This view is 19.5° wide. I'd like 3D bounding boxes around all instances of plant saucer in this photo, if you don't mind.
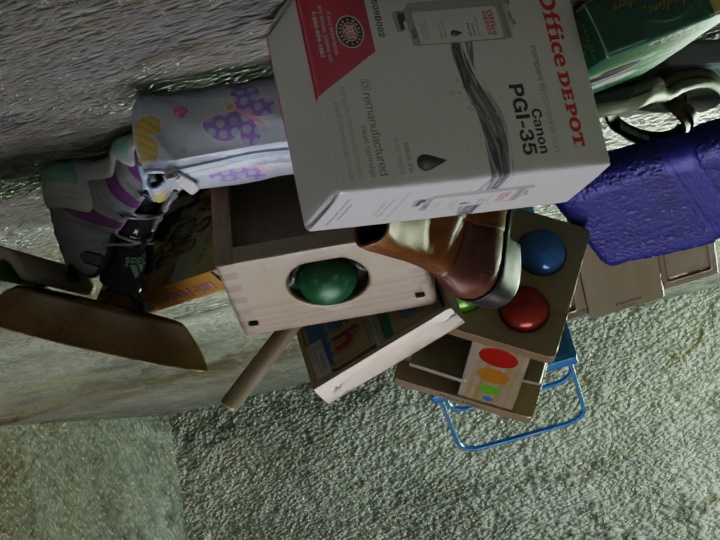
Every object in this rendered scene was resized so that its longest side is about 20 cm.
[{"bbox_3d":[-0.220,0.045,1.749,0.200,0.035,0.200,14,180,0],"label":"plant saucer"}]

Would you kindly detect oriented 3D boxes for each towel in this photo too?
[{"bbox_3d":[0.268,-0.073,1.720,0.200,0.050,0.148,-16,145,22],"label":"towel"}]

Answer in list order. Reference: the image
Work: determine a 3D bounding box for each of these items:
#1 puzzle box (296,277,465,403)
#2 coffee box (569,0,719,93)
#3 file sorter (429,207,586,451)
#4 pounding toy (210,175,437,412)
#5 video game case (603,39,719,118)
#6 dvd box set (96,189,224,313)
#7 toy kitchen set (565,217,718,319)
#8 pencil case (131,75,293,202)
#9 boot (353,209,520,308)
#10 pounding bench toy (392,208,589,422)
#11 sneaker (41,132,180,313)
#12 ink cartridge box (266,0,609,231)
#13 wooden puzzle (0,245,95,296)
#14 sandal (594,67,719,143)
[{"bbox_3d":[0.000,0.000,1.711,0.133,0.200,0.025,-32,135,12],"label":"puzzle box"},{"bbox_3d":[0.184,-0.166,1.515,0.123,0.044,0.200,-22,177,-17],"label":"coffee box"},{"bbox_3d":[0.125,0.053,2.008,0.139,0.200,0.123,-16,143,4],"label":"file sorter"},{"bbox_3d":[-0.039,-0.020,1.648,0.184,0.200,0.142,-10,145,6],"label":"pounding toy"},{"bbox_3d":[0.312,-0.168,1.813,0.200,0.022,0.182,-7,172,-19],"label":"video game case"},{"bbox_3d":[-0.139,-0.036,1.821,0.200,0.146,0.029,-16,134,43],"label":"dvd box set"},{"bbox_3d":[0.198,-0.077,1.902,0.200,0.181,0.163,-17,142,2],"label":"toy kitchen set"},{"bbox_3d":[-0.072,-0.106,1.569,0.200,0.083,0.091,-10,-162,1],"label":"pencil case"},{"bbox_3d":[0.046,-0.080,1.536,0.068,0.189,0.200,-6,161,32],"label":"boot"},{"bbox_3d":[0.073,0.017,1.756,0.200,0.124,0.156,16,154,4],"label":"pounding bench toy"},{"bbox_3d":[-0.181,-0.036,1.728,0.078,0.140,0.200,-4,171,-41],"label":"sneaker"},{"bbox_3d":[0.052,-0.116,1.413,0.200,0.147,0.083,-7,166,-20],"label":"ink cartridge box"},{"bbox_3d":[-0.346,-0.012,1.800,0.200,0.037,0.185,15,178,13],"label":"wooden puzzle"},{"bbox_3d":[0.234,-0.127,1.701,0.080,0.057,0.201,-14,180,33],"label":"sandal"}]
